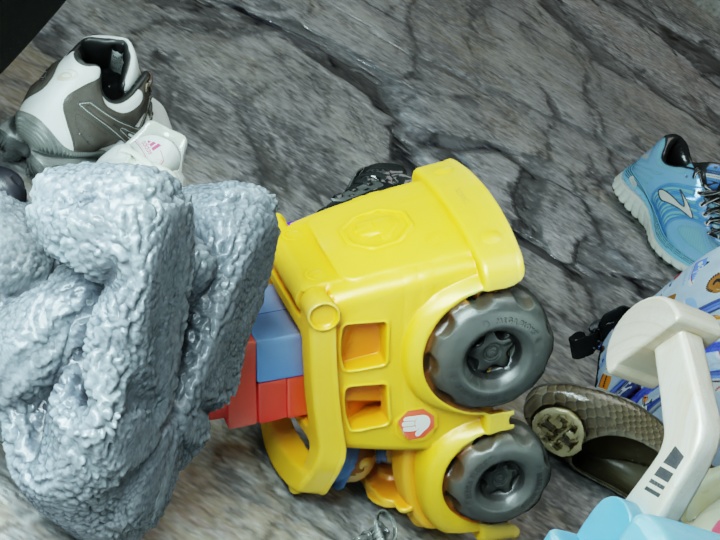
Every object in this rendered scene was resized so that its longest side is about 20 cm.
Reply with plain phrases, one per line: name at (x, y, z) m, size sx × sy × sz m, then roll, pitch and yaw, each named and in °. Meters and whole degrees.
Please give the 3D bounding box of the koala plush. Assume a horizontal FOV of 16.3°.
koala plush at (-0.171, 0.022, 1.207) m, size 0.200 × 0.184 × 0.177 m, roll 16°, pitch 3°, yaw 18°

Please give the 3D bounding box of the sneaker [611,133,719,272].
sneaker at (0.302, -0.056, 2.269) m, size 0.078 × 0.090 × 0.200 m, roll 18°, pitch 26°, yaw -39°

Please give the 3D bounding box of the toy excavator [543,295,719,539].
toy excavator at (0.156, 0.139, 1.319) m, size 0.100 × 0.200 × 0.194 m, roll 21°, pitch 21°, yaw -33°

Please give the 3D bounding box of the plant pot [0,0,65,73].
plant pot at (-0.298, -0.157, 1.383) m, size 0.199 × 0.177 × 0.200 m, roll 36°, pitch 17°, yaw 12°

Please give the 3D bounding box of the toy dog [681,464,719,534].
toy dog at (0.243, 0.186, 1.500) m, size 0.200 × 0.139 × 0.194 m, roll -35°, pitch 105°, yaw -73°

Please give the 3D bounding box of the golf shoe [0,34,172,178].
golf shoe at (-0.157, -0.106, 1.624) m, size 0.078 × 0.095 × 0.200 m, roll 34°, pitch 16°, yaw 9°

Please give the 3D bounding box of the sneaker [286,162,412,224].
sneaker at (-0.002, -0.022, 1.604) m, size 0.200 × 0.070 × 0.100 m, roll 5°, pitch 58°, yaw -30°

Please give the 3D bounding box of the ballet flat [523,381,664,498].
ballet flat at (0.192, 0.138, 1.636) m, size 0.200 × 0.067 × 0.046 m, roll 32°, pitch 50°, yaw -10°

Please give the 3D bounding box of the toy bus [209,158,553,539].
toy bus at (-0.002, 0.061, 1.375) m, size 0.192 × 0.200 × 0.136 m, roll -13°, pitch 34°, yaw -15°

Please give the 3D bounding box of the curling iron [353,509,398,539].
curling iron at (0.078, 0.174, 1.379) m, size 0.200 × 0.026 × 0.050 m, roll 22°, pitch 23°, yaw -30°

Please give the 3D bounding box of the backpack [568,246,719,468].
backpack at (0.267, 0.074, 1.702) m, size 0.200 × 0.191 × 0.154 m, roll 27°, pitch 34°, yaw -15°

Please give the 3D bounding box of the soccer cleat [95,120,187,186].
soccer cleat at (-0.142, -0.035, 1.469) m, size 0.070 × 0.086 × 0.200 m, roll 30°, pitch 18°, yaw -8°
